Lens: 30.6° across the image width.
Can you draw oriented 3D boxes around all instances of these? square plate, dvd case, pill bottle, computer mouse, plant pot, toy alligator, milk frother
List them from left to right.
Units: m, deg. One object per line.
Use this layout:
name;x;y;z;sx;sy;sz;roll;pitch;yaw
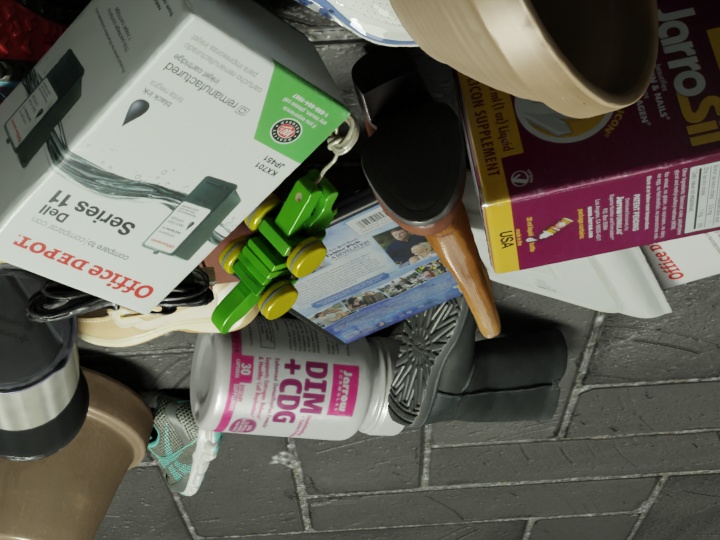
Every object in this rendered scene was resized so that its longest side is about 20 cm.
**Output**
milk frother;-0.341;0.113;1.137;0.179;0.201;0.188;15;154;0
plant pot;-0.323;0.209;1.337;0.198;0.176;0.201;6;148;4
computer mouse;-0.191;-0.011;1.023;0.137;0.053;0.200;-6;-167;-13
toy alligator;-0.043;-0.032;0.934;0.054;0.059;0.201;-12;143;-56
pill bottle;-0.056;0.104;1.269;0.198;0.114;0.113;6;151;-20
dvd case;0.000;0.000;1.053;0.142;0.018;0.200;-24;152;17
plant pot;0.069;-0.168;0.672;0.092;0.202;0.200;-16;151;32
square plate;0.134;-0.020;1.047;0.199;0.029;0.198;17;164;31

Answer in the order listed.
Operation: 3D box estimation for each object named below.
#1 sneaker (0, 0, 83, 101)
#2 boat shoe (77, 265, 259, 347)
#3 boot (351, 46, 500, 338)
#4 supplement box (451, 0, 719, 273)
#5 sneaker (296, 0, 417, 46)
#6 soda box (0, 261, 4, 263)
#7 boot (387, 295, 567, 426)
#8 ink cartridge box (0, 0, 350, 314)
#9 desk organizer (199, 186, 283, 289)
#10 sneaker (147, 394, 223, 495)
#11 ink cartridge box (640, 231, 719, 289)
sneaker;-0.219;-0.127;0.843;0.199;0.080;0.095;13;150;-29
boat shoe;-0.179;0.016;1.142;0.199;0.074;0.069;-9;130;27
boot;0.052;-0.026;0.897;0.068;0.189;0.201;-25;127;-2
supplement box;0.170;-0.092;0.885;0.198;0.132;0.103;-12;151;4
sneaker;-0.002;-0.198;0.731;0.198;0.081;0.115;10;152;-22
soda box;-0.270;-0.049;0.979;0.198;0.068;0.064;-4;126;1
boot;0.130;0.073;1.264;0.199;0.066;0.166;3;116;-38
ink cartridge box;-0.129;-0.080;0.804;0.200;0.083;0.146;-43;141;19
desk organizer;-0.096;-0.065;0.986;0.076;0.072;0.200;-7;153;1
sneaker;-0.207;0.189;1.479;0.091;0.078;0.200;19;146;-7
ink cartridge box;0.294;-0.072;1.005;0.199;0.085;0.145;-18;149;25
